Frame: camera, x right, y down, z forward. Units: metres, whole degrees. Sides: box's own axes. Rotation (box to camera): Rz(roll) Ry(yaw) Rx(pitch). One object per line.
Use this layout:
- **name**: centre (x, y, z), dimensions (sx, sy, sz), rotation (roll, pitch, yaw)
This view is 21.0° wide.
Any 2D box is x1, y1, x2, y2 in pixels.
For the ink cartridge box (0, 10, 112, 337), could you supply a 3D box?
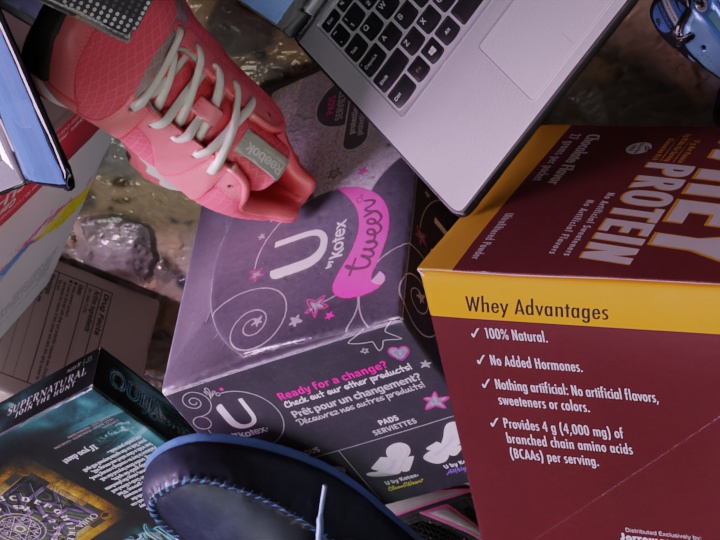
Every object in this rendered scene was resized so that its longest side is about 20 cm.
- **ink cartridge box**: centre (-0.217, -0.051, 0.926), dimensions (0.145, 0.145, 0.201), rotation (34, 135, 3)

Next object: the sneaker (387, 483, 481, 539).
- **sneaker**: centre (0.008, 0.138, 1.101), dimensions (0.198, 0.087, 0.081), rotation (13, 146, -11)

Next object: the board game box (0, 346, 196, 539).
- **board game box**: centre (-0.162, 0.123, 1.057), dimensions (0.199, 0.028, 0.135), rotation (-27, 128, 33)

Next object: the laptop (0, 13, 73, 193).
- **laptop**: centre (-0.203, -0.099, 0.726), dimensions (0.198, 0.116, 0.189), rotation (-19, 100, 21)

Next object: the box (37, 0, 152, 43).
- **box**: centre (-0.080, -0.204, 0.708), dimensions (0.044, 0.160, 0.201), rotation (21, 104, -36)

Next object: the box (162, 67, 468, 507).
- **box**: centre (0.000, 0.000, 0.930), dimensions (0.131, 0.201, 0.115), rotation (-18, 132, 25)

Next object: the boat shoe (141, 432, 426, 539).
- **boat shoe**: centre (-0.012, 0.140, 0.881), dimensions (0.199, 0.069, 0.084), rotation (29, 134, -24)

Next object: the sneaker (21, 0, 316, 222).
- **sneaker**: centre (-0.069, -0.073, 0.817), dimensions (0.086, 0.074, 0.200), rotation (31, 175, 21)

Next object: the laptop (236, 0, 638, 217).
- **laptop**: centre (0.012, -0.163, 0.783), dimensions (0.188, 0.200, 0.115), rotation (-52, 148, 17)

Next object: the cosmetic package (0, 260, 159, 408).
- **cosmetic package**: centre (-0.220, 0.037, 1.071), dimensions (0.198, 0.106, 0.071), rotation (24, 136, -14)

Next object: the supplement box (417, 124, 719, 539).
- **supplement box**: centre (0.154, 0.057, 0.820), dimensions (0.196, 0.133, 0.202), rotation (3, 121, 30)

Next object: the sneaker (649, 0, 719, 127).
- **sneaker**: centre (0.168, -0.127, 0.868), dimensions (0.089, 0.079, 0.201), rotation (-9, 133, 21)

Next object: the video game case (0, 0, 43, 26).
- **video game case**: centre (-0.105, -0.197, 0.818), dimensions (0.142, 0.019, 0.201), rotation (29, 108, -21)
